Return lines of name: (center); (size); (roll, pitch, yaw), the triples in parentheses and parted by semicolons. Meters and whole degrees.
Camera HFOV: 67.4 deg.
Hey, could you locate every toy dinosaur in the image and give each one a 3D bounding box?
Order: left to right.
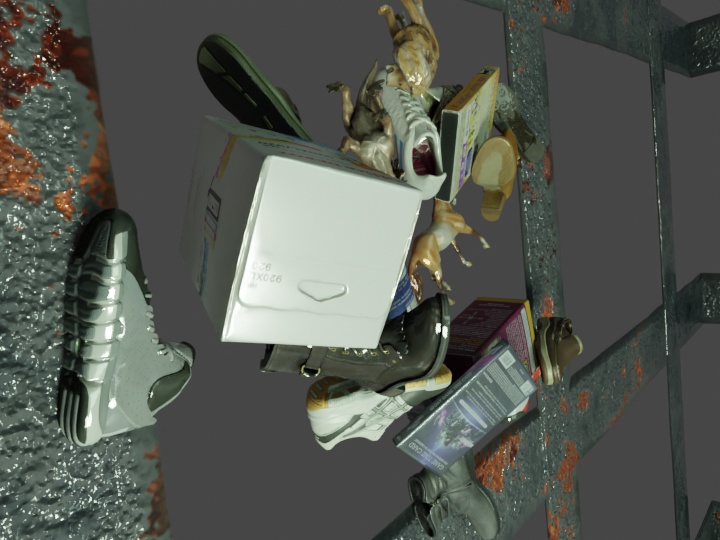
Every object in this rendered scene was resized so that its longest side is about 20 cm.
toy dinosaur: (0.014, -0.170, 0.714); (0.136, 0.084, 0.204); (49, 31, -61)

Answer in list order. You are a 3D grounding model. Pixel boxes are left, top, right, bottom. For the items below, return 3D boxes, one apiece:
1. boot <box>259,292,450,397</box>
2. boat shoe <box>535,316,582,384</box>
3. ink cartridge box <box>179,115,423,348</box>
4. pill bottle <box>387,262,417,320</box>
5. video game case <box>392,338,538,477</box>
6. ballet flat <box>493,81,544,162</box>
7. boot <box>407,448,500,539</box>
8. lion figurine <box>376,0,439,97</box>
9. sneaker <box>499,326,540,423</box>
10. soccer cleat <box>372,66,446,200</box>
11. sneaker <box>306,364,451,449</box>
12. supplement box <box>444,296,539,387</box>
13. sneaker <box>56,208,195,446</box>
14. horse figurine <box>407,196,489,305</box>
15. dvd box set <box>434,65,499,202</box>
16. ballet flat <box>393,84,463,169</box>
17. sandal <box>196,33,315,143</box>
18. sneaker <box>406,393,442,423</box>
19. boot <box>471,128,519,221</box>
boot: (-0.014, 0.076, 0.571); (0.171, 0.201, 0.070); (15, 48, -17)
boat shoe: (0.352, 0.130, 0.952); (0.203, 0.073, 0.076); (-52, 130, -62)
ink cartridge box: (-0.067, -0.041, 0.495); (0.145, 0.200, 0.147); (6, 109, -32)
pill bottle: (0.000, 0.000, 0.675); (0.111, 0.110, 0.203); (-37, 115, -40)
video game case: (0.151, 0.197, 0.752); (0.199, 0.019, 0.143); (-42, 133, 2)
ballet flat: (0.289, -0.283, 1.039); (0.199, 0.046, 0.068); (38, 94, -33)
boot: (0.144, 0.378, 0.864); (0.131, 0.069, 0.203); (-34, 103, -38)
lion figurine: (0.081, -0.314, 0.753); (0.124, 0.072, 0.200); (62, 32, -12)
sneaker: (0.286, 0.182, 1.009); (0.201, 0.066, 0.110); (-39, 116, -43)
soccer cleat: (0.073, -0.199, 0.739); (0.069, 0.086, 0.204); (-15, 83, -16)
sneaker: (0.026, 0.171, 0.703); (0.196, 0.076, 0.089); (-10, 111, -16)
supplement box: (0.203, 0.145, 0.893); (0.199, 0.102, 0.133); (-30, 113, -43)
sneaker: (-0.203, 0.050, 0.497); (0.114, 0.074, 0.204); (7, 94, -51)
horse figurine: (0.127, -0.035, 0.849); (0.133, 0.050, 0.201); (50, 61, -19)
dvd box set: (0.171, -0.221, 0.860); (0.201, 0.029, 0.148); (-51, 150, -43)
ballet flat: (0.100, -0.228, 0.824); (0.075, 0.067, 0.203); (34, 67, -23)
sandal: (-0.098, -0.174, 0.603); (0.202, 0.079, 0.058); (57, 39, -29)
sneaker: (0.104, 0.179, 0.804); (0.082, 0.074, 0.202); (-47, 121, -29)
boot: (0.240, -0.199, 0.934); (0.202, 0.069, 0.146); (73, 32, -56)
